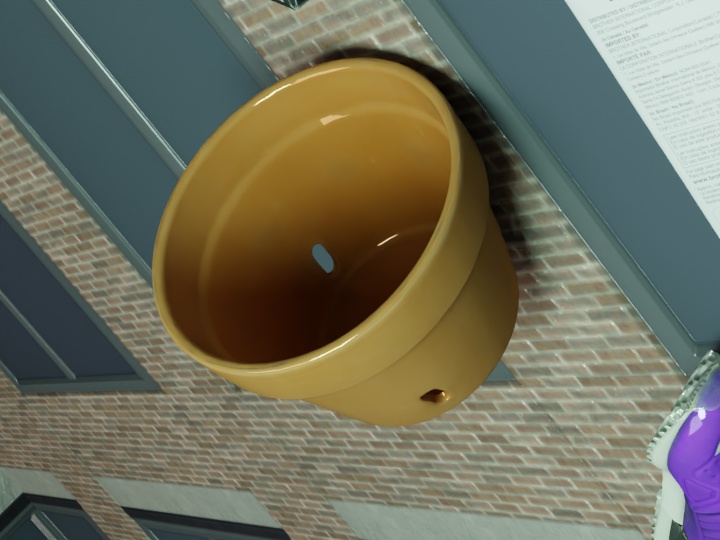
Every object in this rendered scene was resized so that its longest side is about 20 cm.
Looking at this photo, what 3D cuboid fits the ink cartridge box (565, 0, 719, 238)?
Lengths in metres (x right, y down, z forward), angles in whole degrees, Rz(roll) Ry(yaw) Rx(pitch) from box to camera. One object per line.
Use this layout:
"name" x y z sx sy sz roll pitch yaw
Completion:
"ink cartridge box" 0.168 -0.095 0.696 0.136 0.076 0.200 -15 121 46

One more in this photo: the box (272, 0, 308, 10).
"box" -0.084 -0.247 0.892 0.163 0.086 0.200 27 151 36

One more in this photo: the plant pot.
"plant pot" 0.000 0.000 1.060 0.200 0.200 0.140 23 165 42

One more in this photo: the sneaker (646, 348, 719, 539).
"sneaker" 0.220 0.119 1.036 0.099 0.070 0.200 27 156 23
